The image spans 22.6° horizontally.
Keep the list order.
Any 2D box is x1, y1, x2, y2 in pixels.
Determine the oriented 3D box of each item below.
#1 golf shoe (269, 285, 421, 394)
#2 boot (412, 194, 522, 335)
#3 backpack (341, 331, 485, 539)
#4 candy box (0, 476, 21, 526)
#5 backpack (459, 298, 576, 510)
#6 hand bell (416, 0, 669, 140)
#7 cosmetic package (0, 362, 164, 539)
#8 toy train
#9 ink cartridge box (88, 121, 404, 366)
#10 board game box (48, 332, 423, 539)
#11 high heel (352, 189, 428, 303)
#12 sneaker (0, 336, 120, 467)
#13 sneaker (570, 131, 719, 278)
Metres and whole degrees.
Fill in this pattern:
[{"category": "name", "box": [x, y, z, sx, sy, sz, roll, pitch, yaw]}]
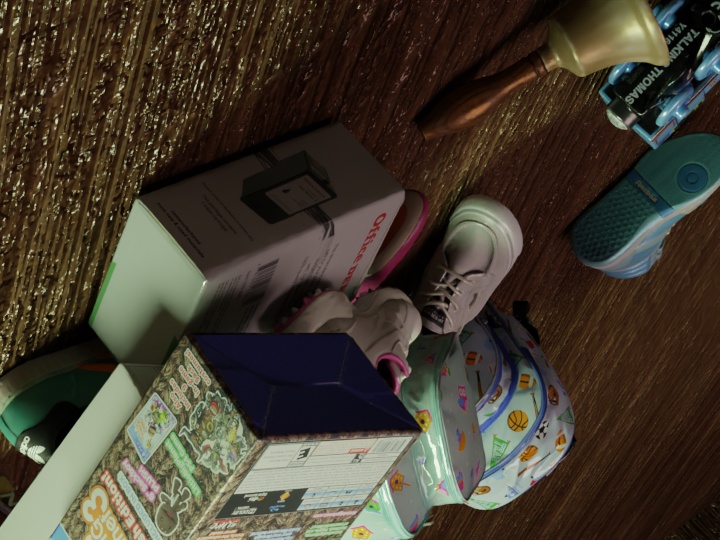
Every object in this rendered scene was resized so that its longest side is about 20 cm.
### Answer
[{"category": "golf shoe", "box": [0.004, 0.063, 1.366, 0.075, 0.092, 0.200, -46, 163, 20]}, {"category": "boot", "box": [0.089, 0.017, 1.657, 0.096, 0.074, 0.200, -56, 169, -29]}, {"category": "backpack", "box": [0.023, 0.146, 1.579, 0.200, 0.153, 0.176, -41, 123, -60]}, {"category": "candy box", "box": [-0.309, 0.272, 1.406, 0.056, 0.117, 0.200, -11, 142, -55]}, {"category": "backpack", "box": [0.116, 0.135, 1.804, 0.200, 0.191, 0.154, -47, 143, 11]}, {"category": "hand bell", "box": [0.135, -0.161, 1.440, 0.200, 0.104, 0.104, -30, 159, 2]}, {"category": "cosmetic package", "box": [-0.182, 0.151, 1.270, 0.083, 0.051, 0.200, 9, 127, -49]}, {"category": "toy train", "box": [0.301, -0.202, 1.635, 0.200, 0.087, 0.114, -47, 168, 5]}, {"category": "ink cartridge box", "box": [-0.082, -0.009, 1.310, 0.200, 0.084, 0.146, -25, 154, -40]}, {"category": "board game box", "box": [-0.085, 0.145, 1.217, 0.159, 0.097, 0.200, 3, 130, -48]}, {"category": "high heel", "box": [0.000, 0.000, 1.499, 0.200, 0.067, 0.096, -37, 154, 29]}, {"category": "sneaker", "box": [-0.174, 0.088, 1.333, 0.200, 0.080, 0.071, -26, 152, -34]}, {"category": "sneaker", "box": [0.321, -0.067, 1.939, 0.200, 0.080, 0.131, -35, 158, 8]}]
